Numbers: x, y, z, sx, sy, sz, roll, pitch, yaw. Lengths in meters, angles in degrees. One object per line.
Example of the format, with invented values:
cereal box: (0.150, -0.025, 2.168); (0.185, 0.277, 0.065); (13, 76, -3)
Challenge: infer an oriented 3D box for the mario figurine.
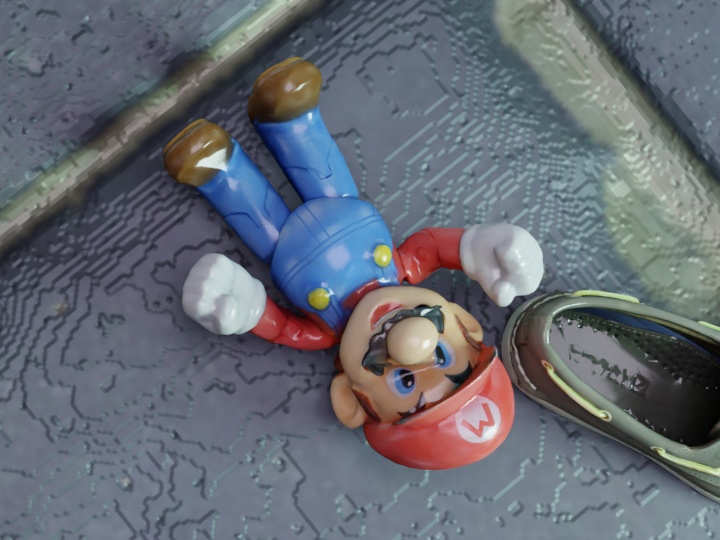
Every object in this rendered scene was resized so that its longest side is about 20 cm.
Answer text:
mario figurine: (0.000, 0.000, 1.135); (0.123, 0.106, 0.200); (-42, 81, 29)

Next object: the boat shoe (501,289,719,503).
boat shoe: (0.163, 0.064, 1.175); (0.200, 0.060, 0.073); (22, 81, -4)
